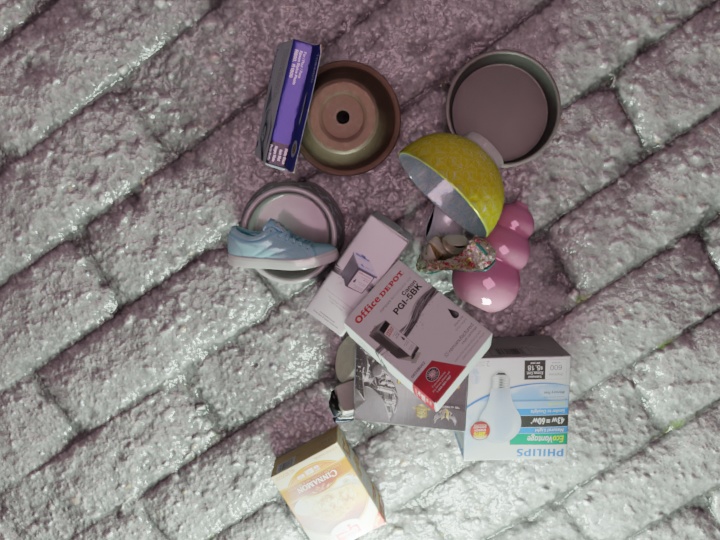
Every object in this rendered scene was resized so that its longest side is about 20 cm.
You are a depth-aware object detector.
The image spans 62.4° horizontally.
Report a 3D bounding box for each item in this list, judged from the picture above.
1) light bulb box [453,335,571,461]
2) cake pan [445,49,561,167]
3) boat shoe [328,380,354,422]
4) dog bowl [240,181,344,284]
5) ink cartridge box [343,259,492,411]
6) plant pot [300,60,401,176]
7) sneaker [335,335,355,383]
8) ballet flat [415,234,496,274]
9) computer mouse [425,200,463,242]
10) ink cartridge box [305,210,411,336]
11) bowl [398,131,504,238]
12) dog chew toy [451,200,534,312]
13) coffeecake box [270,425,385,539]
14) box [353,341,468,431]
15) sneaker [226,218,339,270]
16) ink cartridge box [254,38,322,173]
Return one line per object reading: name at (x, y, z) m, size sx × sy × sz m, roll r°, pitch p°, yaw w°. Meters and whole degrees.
light bulb box at (0.278, 0.238, 1.120) m, size 0.195 × 0.125 × 0.203 m, roll -2°, pitch 101°, yaw 1°
cake pan at (0.245, -0.278, 1.034) m, size 0.197 × 0.037 × 0.203 m, roll 0°, pitch 90°, yaw 1°
boat shoe at (0.028, 0.239, 1.158) m, size 0.198 × 0.093 × 0.075 m, roll -10°, pitch 64°, yaw -19°
dog bowl at (-0.128, -0.067, 1.091) m, size 0.197 × 0.059 × 0.203 m, roll 0°, pitch 102°, yaw 1°
ink cartridge box at (0.092, 0.104, 0.968) m, size 0.199 × 0.083 × 0.147 m, roll 38°, pitch 79°, yaw 21°
plant pot at (-0.028, -0.254, 0.991) m, size 0.197 × 0.175 × 0.203 m, roll 0°, pitch 102°, yaw 1°
sneaker at (0.024, 0.137, 1.132) m, size 0.084 × 0.075 × 0.201 m, roll 11°, pitch 122°, yaw -37°
ballet flat at (0.155, -0.035, 1.034) m, size 0.076 × 0.199 × 0.064 m, roll -49°, pitch 112°, yaw -24°
computer mouse at (0.176, -0.130, 1.082) m, size 0.108 × 0.044 × 0.202 m, roll 15°, pitch 102°, yaw -4°
ink cartridge box at (0.000, 0.000, 1.058) m, size 0.085 × 0.146 × 0.201 m, roll 34°, pitch 100°, yaw 0°
bowl at (0.168, -0.159, 0.967) m, size 0.200 × 0.200 × 0.108 m, roll 44°, pitch 89°, yaw -8°
dog chew toy at (0.247, -0.029, 1.069) m, size 0.123 × 0.125 × 0.202 m, roll 25°, pitch 93°, yaw -5°
coffeecake box at (-0.062, 0.442, 1.193) m, size 0.152 × 0.073 × 0.201 m, roll -29°, pitch 101°, yaw 5°
box at (0.089, 0.188, 1.040) m, size 0.197 × 0.048 × 0.161 m, roll 4°, pitch 94°, yaw 11°
sneaker at (-0.136, -0.048, 1.029) m, size 0.197 × 0.074 × 0.083 m, roll 0°, pitch 106°, yaw 0°
ink cartridge box at (-0.125, -0.272, 0.975) m, size 0.040 × 0.200 × 0.202 m, roll 10°, pitch 102°, yaw -21°
